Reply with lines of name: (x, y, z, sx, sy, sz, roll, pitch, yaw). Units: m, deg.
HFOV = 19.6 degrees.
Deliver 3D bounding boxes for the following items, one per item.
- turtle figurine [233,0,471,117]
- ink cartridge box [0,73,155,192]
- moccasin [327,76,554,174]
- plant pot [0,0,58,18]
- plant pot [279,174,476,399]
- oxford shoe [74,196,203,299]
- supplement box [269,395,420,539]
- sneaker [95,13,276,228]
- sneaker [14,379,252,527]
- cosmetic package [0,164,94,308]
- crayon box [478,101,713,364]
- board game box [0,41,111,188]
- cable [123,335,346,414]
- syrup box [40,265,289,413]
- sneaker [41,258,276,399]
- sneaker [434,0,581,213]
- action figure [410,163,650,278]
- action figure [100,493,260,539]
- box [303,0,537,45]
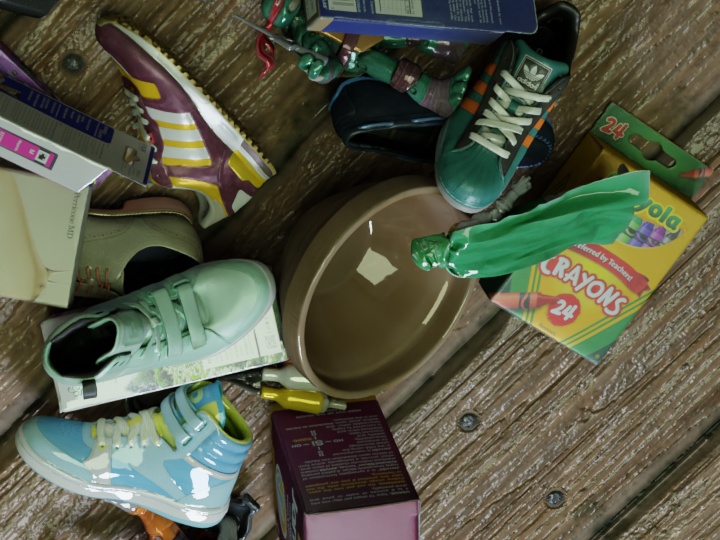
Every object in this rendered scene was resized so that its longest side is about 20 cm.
turtle figurine: (-0.007, -0.199, 1.690, 0.199, 0.101, 0.151, 20, 68, -14)
ink cartridge box: (-0.258, -0.112, 1.625, 0.199, 0.095, 0.037, 24, 109, -10)
moccasin: (0.068, -0.106, 1.751, 0.199, 0.068, 0.081, 5, 137, -13)
plant pot: (-0.272, -0.305, 1.539, 0.200, 0.200, 0.177, -46, 125, 10)
plant pot: (0.000, 0.000, 1.761, 0.200, 0.093, 0.202, -25, 132, -31)
oxford shoe: (-0.225, -0.009, 1.719, 0.199, 0.074, 0.071, -15, 133, -16)
supplement box: (-0.015, 0.211, 1.812, 0.102, 0.200, 0.132, -5, 114, -10)
sneaker: (-0.160, -0.119, 1.703, 0.090, 0.075, 0.200, -43, 114, 3)
sneaker: (-0.185, 0.134, 1.783, 0.199, 0.080, 0.131, 18, 120, -21)
cosmetic package: (-0.318, -0.038, 1.651, 0.198, 0.073, 0.104, 9, 92, -4)
crayon box: (0.213, -0.031, 1.835, 0.127, 0.051, 0.201, 29, 104, -22)
board game box: (-0.306, -0.117, 1.699, 0.120, 0.032, 0.200, -39, 116, 11)
cable: (-0.108, 0.086, 1.819, 0.198, 0.050, 0.098, -7, 112, -9)
syrup box: (-0.164, 0.057, 1.762, 0.199, 0.081, 0.079, -13, 94, -1)
sneaker: (-0.159, 0.047, 1.662, 0.199, 0.118, 0.074, -22, 91, -3)
sneaker: (0.121, -0.140, 1.692, 0.071, 0.080, 0.201, 29, 61, -4)
action figure: (0.134, -0.037, 1.733, 0.199, 0.055, 0.118, -16, 150, -19)
action figure: (-0.178, 0.285, 1.867, 0.192, 0.105, 0.201, 23, 104, -10)
box: (0.044, -0.244, 1.660, 0.199, 0.032, 0.122, 1, 73, -26)
